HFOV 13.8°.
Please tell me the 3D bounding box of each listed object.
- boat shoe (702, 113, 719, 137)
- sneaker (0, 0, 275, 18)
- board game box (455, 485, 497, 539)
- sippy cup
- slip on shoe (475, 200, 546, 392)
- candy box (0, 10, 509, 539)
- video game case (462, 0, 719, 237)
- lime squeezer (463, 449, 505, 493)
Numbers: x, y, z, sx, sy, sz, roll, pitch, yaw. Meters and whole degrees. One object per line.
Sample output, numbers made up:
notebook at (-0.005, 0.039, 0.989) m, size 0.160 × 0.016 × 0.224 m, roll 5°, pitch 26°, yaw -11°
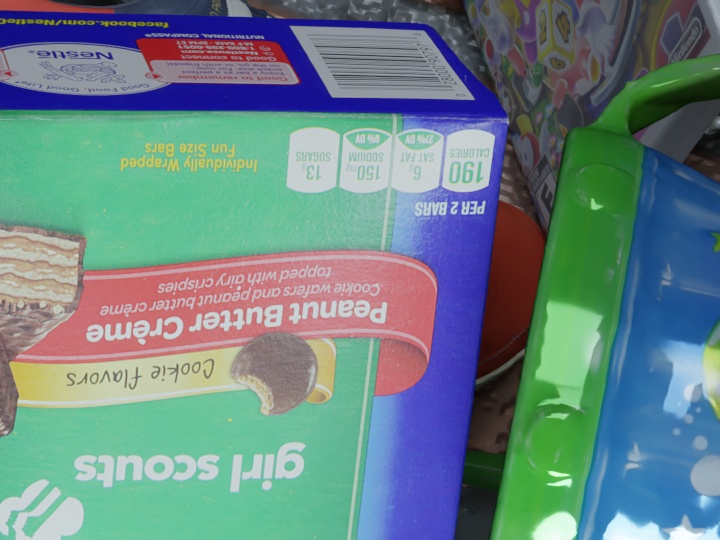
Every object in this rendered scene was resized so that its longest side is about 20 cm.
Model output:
boat shoe at (0.166, -0.092, 0.975) m, size 0.200 × 0.068 × 0.072 m, roll -23°, pitch 36°, yaw -30°
sneaker at (-0.046, -0.062, 0.906) m, size 0.075 × 0.200 × 0.085 m, roll -39°, pitch 72°, yaw 28°
board game box at (0.057, 0.123, 0.853) m, size 0.199 × 0.026 × 0.200 m, roll -21°, pitch 30°, yaw -4°
sippy cup at (0.106, 0.040, 0.789) m, size 0.130 × 0.140 × 0.179 m, roll 10°, pitch 106°, yaw 3°
slip on shoe at (0.000, 0.000, 0.894) m, size 0.200 × 0.061 × 0.074 m, roll -2°, pitch 54°, yaw -49°
candy box at (-0.061, 0.039, 0.782) m, size 0.168 × 0.077 × 0.201 m, roll 0°, pitch 116°, yaw -15°
video game case at (0.061, -0.118, 0.931) m, size 0.018 × 0.143 × 0.201 m, roll -8°, pitch 65°, yaw -21°
lime squeezer at (0.091, 0.050, 0.893) m, size 0.199 × 0.071 × 0.038 m, roll -19°, pitch 99°, yaw 18°
